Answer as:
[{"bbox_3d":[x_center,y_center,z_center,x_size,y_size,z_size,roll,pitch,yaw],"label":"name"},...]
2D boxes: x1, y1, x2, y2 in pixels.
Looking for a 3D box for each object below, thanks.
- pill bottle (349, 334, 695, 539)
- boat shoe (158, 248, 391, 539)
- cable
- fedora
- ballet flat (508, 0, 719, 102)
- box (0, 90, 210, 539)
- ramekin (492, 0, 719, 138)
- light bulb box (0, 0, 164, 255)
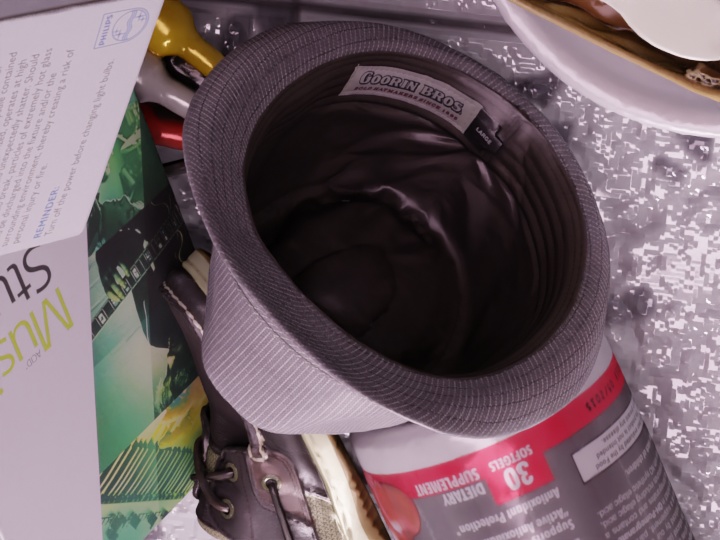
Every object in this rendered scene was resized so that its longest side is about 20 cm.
[{"bbox_3d":[0.083,0.128,1.143,0.110,0.111,0.201,-22,101,15],"label":"pill bottle"},{"bbox_3d":[-0.035,0.086,1.142,0.065,0.073,0.201,-30,110,-5],"label":"boat shoe"},{"bbox_3d":[-0.046,-0.053,1.145,0.199,0.050,0.097,25,112,2],"label":"cable"},{"bbox_3d":[0.000,0.000,1.066,0.177,0.200,0.090,40,131,-2],"label":"fedora"},{"bbox_3d":[0.074,-0.116,0.997,0.199,0.063,0.069,25,108,3],"label":"ballet flat"},{"bbox_3d":[-0.120,0.020,1.106,0.036,0.144,0.201,10,131,37],"label":"box"},{"bbox_3d":[0.139,-0.156,1.059,0.199,0.098,0.201,2,106,9],"label":"ramekin"},{"bbox_3d":[-0.208,-0.096,0.959,0.198,0.199,0.125,52,138,29],"label":"light bulb box"}]
